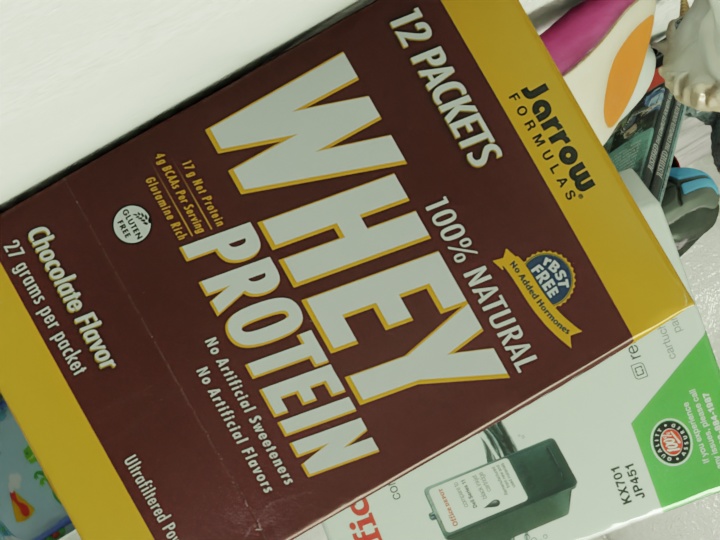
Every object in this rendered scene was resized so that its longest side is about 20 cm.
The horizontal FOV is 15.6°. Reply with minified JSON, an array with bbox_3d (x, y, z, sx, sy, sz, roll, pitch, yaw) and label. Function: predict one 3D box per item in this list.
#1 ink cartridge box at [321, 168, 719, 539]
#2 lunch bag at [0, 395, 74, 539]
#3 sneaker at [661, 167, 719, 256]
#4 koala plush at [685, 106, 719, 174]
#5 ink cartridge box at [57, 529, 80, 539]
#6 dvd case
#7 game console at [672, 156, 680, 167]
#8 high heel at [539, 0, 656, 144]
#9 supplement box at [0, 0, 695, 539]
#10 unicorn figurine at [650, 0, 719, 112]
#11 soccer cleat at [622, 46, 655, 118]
[{"bbox_3d":[0.064,0.058,1.230,0.199,0.147,0.083,-21,-168,3],"label":"ink cartridge box"},{"bbox_3d":[-0.111,0.070,1.340,0.200,0.083,0.161,-33,174,40],"label":"lunch bag"},{"bbox_3d":[0.119,0.024,1.403,0.200,0.082,0.073,-39,-165,13],"label":"sneaker"},{"bbox_3d":[0.281,-0.100,1.468,0.200,0.177,0.184,-36,-166,26],"label":"koala plush"},{"bbox_3d":[-0.099,0.131,1.264,0.160,0.047,0.200,-32,175,6],"label":"ink cartridge box"},{"bbox_3d":[0.108,-0.041,1.409,0.146,0.022,0.200,-32,-161,30],"label":"dvd case"},{"bbox_3d":[0.096,0.020,1.510,0.176,0.031,0.200,-2,-123,42],"label":"game console"},{"bbox_3d":[0.047,-0.071,1.080,0.200,0.096,0.067,-51,152,-38],"label":"high heel"},{"bbox_3d":[-0.014,0.010,0.895,0.200,0.133,0.197,-30,176,-1],"label":"supplement box"},{"bbox_3d":[0.196,-0.101,1.185,0.074,0.200,0.138,-22,146,-28],"label":"unicorn figurine"},{"bbox_3d":[0.084,-0.043,1.299,0.200,0.087,0.070,-33,175,42],"label":"soccer cleat"}]
